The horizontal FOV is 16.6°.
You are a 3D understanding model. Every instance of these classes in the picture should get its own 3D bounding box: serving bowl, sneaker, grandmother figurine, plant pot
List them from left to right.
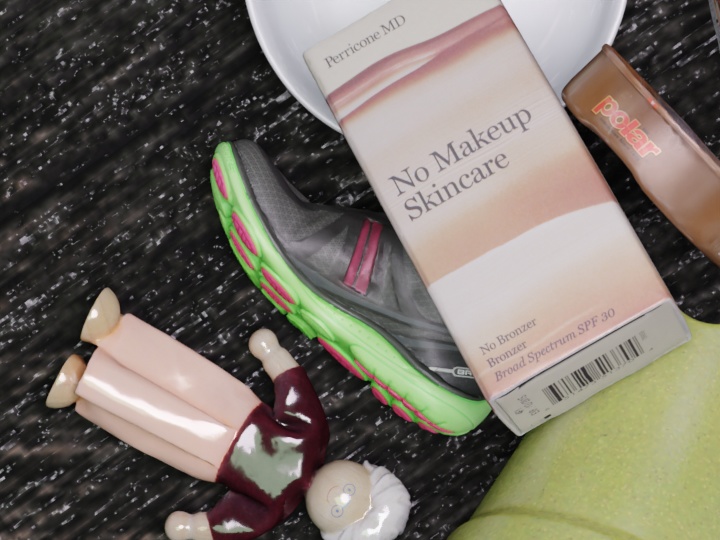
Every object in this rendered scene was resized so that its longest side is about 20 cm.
[{"bbox_3d":[-0.066,0.093,1.314,0.199,0.061,0.122,27,102,4],"label":"grandmother figurine"},{"bbox_3d":[0.000,0.000,1.306,0.200,0.077,0.084,43,77,-3],"label":"sneaker"},{"bbox_3d":[0.039,-0.159,1.291,0.199,0.066,0.201,0,93,2],"label":"serving bowl"},{"bbox_3d":[0.144,0.127,1.232,0.200,0.200,0.185,28,62,1],"label":"plant pot"}]

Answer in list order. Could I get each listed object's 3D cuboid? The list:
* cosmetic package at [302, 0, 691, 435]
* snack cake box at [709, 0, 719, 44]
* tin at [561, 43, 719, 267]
[{"bbox_3d":[0.065,-0.035,1.187,0.103,0.087,0.200,-31,69,4],"label":"cosmetic package"},{"bbox_3d":[0.208,-0.134,1.209,0.067,0.200,0.115,-13,93,6],"label":"snack cake box"},{"bbox_3d":[0.160,-0.049,1.227,0.042,0.200,0.112,-47,67,7],"label":"tin"}]
